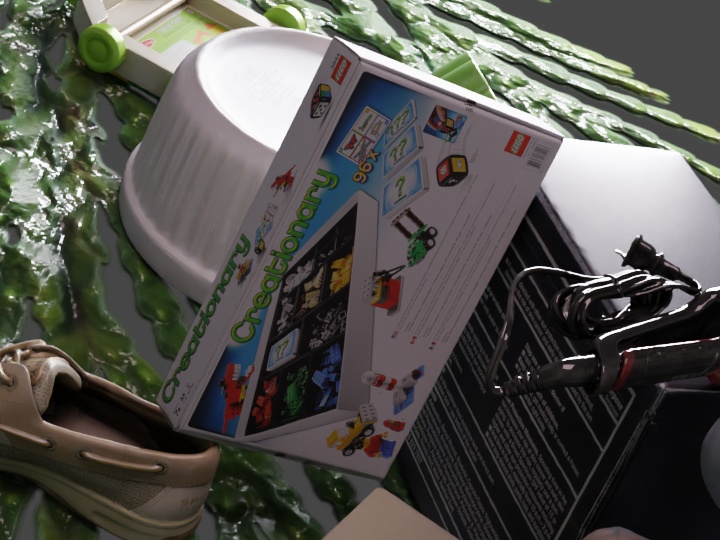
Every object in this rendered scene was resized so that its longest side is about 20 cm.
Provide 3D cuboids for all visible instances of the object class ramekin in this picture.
[{"bbox_3d":[-0.038,-0.061,1.116,0.200,0.105,0.200,15,35,-11],"label":"ramekin"}]

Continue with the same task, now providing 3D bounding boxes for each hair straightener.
[{"bbox_3d":[0.127,0.022,0.804,0.200,0.041,0.077,-11,47,-34],"label":"hair straightener"}]

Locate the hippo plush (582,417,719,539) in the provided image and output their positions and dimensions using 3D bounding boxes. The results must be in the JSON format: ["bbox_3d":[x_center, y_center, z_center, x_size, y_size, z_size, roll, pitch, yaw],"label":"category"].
[{"bbox_3d":[0.198,0.138,0.785,0.200,0.161,0.159,17,27,-26],"label":"hippo plush"}]

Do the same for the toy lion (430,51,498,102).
[{"bbox_3d":[0.091,-0.064,1.128,0.192,0.069,0.200,54,8,-42],"label":"toy lion"}]

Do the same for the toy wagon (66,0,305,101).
[{"bbox_3d":[-0.134,-0.168,1.271,0.200,0.040,0.155,29,34,11],"label":"toy wagon"}]

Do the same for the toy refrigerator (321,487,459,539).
[{"bbox_3d":[0.061,0.194,0.842,0.200,0.076,0.070,33,35,15],"label":"toy refrigerator"}]

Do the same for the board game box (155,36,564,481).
[{"bbox_3d":[0.000,0.000,0.888,0.126,0.200,0.035,18,17,-33],"label":"board game box"}]

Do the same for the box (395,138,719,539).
[{"bbox_3d":[0.120,0.068,0.941,0.123,0.199,0.200,3,38,-26],"label":"box"}]

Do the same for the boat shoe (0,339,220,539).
[{"bbox_3d":[-0.162,0.064,0.905,0.200,0.065,0.072,27,34,7],"label":"boat shoe"}]
